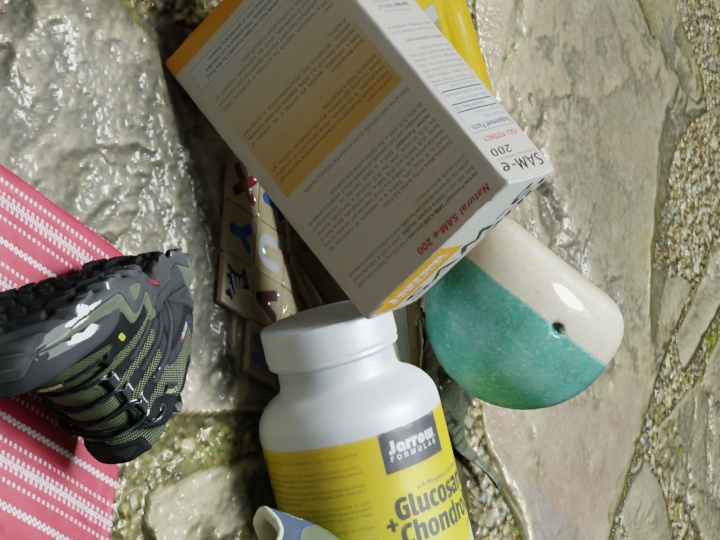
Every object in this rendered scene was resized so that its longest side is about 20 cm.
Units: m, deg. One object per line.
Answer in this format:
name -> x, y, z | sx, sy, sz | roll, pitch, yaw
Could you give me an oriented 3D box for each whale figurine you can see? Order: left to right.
whale figurine -> 0.086, 0.025, 1.335 | 0.159, 0.200, 0.104 | 37, 91, -21

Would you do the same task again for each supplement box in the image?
supplement box -> -0.002, -0.090, 1.200 | 0.200, 0.126, 0.073 | 52, 27, 10

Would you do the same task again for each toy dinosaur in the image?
toy dinosaur -> 0.062, 0.078, 1.429 | 0.200, 0.047, 0.088 | 56, 28, -57

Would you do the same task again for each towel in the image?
towel -> -0.169, 0.058, 1.042 | 0.145, 0.022, 0.201 | 40, 46, -47

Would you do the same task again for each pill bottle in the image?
pill bottle -> 0.002, 0.124, 1.238 | 0.112, 0.112, 0.201 | -29, 107, -60

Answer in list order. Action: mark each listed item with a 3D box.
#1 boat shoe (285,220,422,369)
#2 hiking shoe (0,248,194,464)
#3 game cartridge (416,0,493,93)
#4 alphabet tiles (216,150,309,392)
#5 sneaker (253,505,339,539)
boat shoe -> 0.000, 0.000, 1.308 | 0.066, 0.074, 0.201 | -30, 119, -65
hiking shoe -> -0.125, 0.049, 1.011 | 0.200, 0.075, 0.101 | -26, 105, -69
game cartridge -> 0.047, -0.118, 1.477 | 0.200, 0.032, 0.177 | -42, 118, -56
alphabet tiles -> -0.033, 0.006, 1.319 | 0.200, 0.006, 0.167 | 35, 52, -53
sneaker -> -0.075, 0.214, 1.130 | 0.090, 0.067, 0.200 | 40, 57, 1
